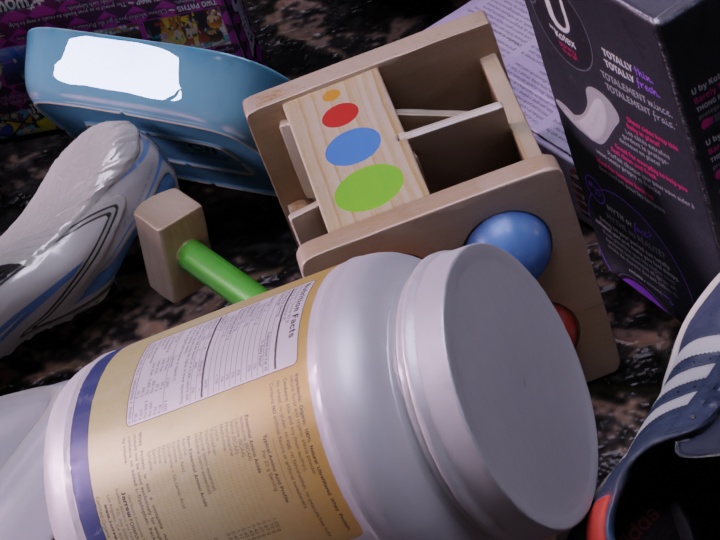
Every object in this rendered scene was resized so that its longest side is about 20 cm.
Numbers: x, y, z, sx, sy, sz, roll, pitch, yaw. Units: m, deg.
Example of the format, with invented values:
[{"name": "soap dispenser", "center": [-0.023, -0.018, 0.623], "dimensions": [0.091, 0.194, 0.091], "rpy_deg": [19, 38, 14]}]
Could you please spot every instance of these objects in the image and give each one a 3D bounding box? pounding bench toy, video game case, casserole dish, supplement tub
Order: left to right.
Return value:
[{"name": "video game case", "center": [-0.171, -0.161, 1.643], "dimensions": [0.199, 0.182, 0.036], "rpy_deg": [-10, 35, 15]}, {"name": "casserole dish", "center": [-0.093, -0.079, 1.568], "dimensions": [0.199, 0.121, 0.039], "rpy_deg": [10, 73, 35]}, {"name": "supplement tub", "center": [-0.016, 0.077, 1.255], "dimensions": [0.199, 0.145, 0.145], "rpy_deg": [-20, 34, 27]}, {"name": "pounding bench toy", "center": [0.000, 0.000, 1.408], "dimensions": [0.199, 0.125, 0.156], "rpy_deg": [-20, 37, 1]}]

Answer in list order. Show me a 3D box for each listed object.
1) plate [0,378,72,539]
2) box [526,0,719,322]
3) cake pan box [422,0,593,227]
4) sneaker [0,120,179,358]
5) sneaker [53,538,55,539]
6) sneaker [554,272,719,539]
[{"name": "plate", "center": [-0.200, 0.119, 1.368], "dimensions": [0.199, 0.032, 0.200], "rpy_deg": [-17, 29, 49]}, {"name": "box", "center": [0.161, -0.078, 1.354], "dimensions": [0.106, 0.201, 0.122], "rpy_deg": [-33, 39, -15]}, {"name": "cake pan box", "center": [0.142, -0.112, 1.544], "dimensions": [0.184, 0.052, 0.200], "rpy_deg": [-33, 39, -19]}, {"name": "sneaker", "center": [-0.170, 0.011, 1.531], "dimensions": [0.200, 0.073, 0.072], "rpy_deg": [-44, 32, -6]}, {"name": "sneaker", "center": [-0.112, 0.112, 1.381], "dimensions": [0.084, 0.075, 0.200], "rpy_deg": [-12, 35, 54]}, {"name": "sneaker", "center": [0.157, 0.066, 1.254], "dimensions": [0.200, 0.075, 0.084], "rpy_deg": [-58, 7, -17]}]
